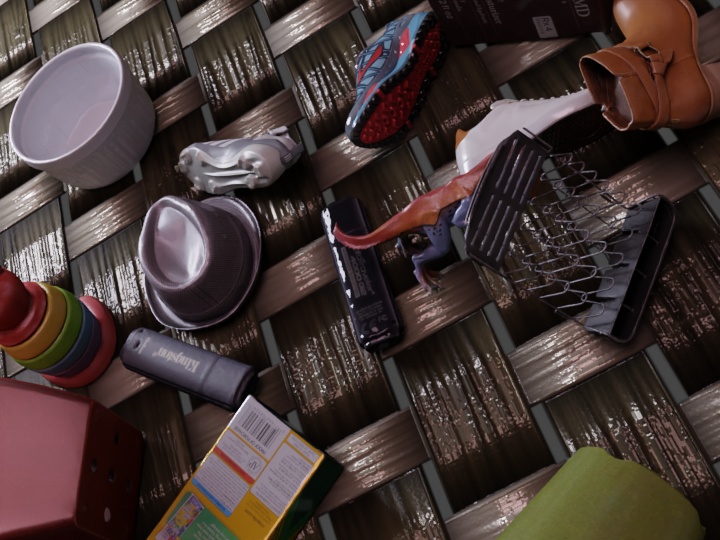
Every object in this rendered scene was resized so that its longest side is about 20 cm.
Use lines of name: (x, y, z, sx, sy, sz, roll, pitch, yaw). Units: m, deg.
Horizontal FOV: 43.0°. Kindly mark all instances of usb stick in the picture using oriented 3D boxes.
usb stick: (-0.204, 0.115, 1.078, 0.199, 0.033, 0.056, 15, 74, 33)
usb stick: (0.000, 0.000, 1.042, 0.055, 0.033, 0.201, -22, 57, 7)

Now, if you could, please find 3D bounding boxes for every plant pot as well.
plant pot: (0.180, 0.253, 0.741, 0.199, 0.201, 0.190, 25, 67, 34)
plant pot: (-0.354, 0.234, 1.016, 0.174, 0.200, 0.202, -5, 62, 12)

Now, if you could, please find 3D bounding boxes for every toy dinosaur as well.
toy dinosaur: (0.098, -0.061, 0.947, 0.182, 0.198, 0.106, 117, 148, -41)

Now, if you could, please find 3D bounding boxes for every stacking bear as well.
stacking bear: (-0.401, 0.060, 1.113, 0.113, 0.200, 0.122, 31, 81, 35)

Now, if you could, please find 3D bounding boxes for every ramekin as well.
ramekin: (-0.389, -0.212, 1.306, 0.198, 0.105, 0.202, -12, 60, 21)

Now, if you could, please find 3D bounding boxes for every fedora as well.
fedora: (-0.213, -0.026, 1.128, 0.176, 0.090, 0.201, -28, 56, 12)

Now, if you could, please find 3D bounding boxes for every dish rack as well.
dish rack: (0.197, -0.038, 0.873, 0.054, 0.199, 0.155, -8, 56, 64)

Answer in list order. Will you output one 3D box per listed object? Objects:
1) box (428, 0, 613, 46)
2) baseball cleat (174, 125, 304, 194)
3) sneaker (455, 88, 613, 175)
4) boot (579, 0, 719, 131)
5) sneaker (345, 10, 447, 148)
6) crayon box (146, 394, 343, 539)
box: (0.185, -0.383, 1.060, 0.198, 0.166, 0.166, 3, 65, 29)
baseball cleat: (-0.149, -0.143, 1.180, 0.199, 0.070, 0.106, 12, 37, 44)
sneaker: (0.192, -0.169, 1.004, 0.199, 0.073, 0.085, -23, 59, 17)
boot: (0.283, -0.224, 0.941, 0.153, 0.074, 0.201, -14, 54, -24)
sneaker: (0.030, -0.232, 1.130, 0.095, 0.079, 0.201, 13, 63, 41)
crayon box: (-0.126, 0.251, 0.966, 0.125, 0.052, 0.201, 31, 81, 35)
